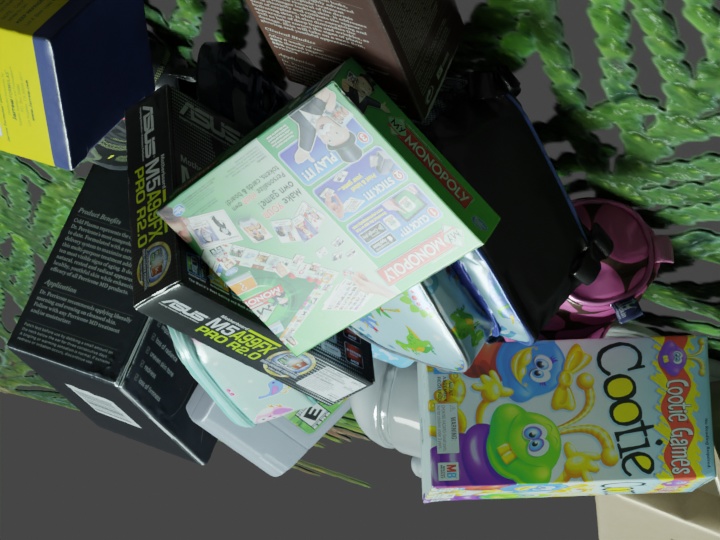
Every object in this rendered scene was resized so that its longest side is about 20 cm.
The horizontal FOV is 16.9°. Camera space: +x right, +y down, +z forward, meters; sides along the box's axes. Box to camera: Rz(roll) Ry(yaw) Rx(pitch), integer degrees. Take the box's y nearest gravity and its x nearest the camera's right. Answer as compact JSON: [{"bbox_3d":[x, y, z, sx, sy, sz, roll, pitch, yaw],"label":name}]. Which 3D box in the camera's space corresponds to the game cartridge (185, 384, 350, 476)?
[{"bbox_3d":[-0.047,0.075,2.052,0.133,0.200,0.041,39,-172,-39],"label":"game cartridge"}]

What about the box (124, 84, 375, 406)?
[{"bbox_3d":[-0.075,-0.015,1.657,0.044,0.161,0.200,-27,142,31],"label":"box"}]

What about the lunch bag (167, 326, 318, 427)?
[{"bbox_3d":[-0.099,0.001,1.766,0.077,0.201,0.160,-22,145,12],"label":"lunch bag"}]

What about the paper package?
[{"bbox_3d":[0.303,0.198,2.095,0.190,0.104,0.200,21,163,13],"label":"paper package"}]

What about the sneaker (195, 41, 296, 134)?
[{"bbox_3d":[-0.053,-0.106,1.728,0.082,0.071,0.200,-1,158,20],"label":"sneaker"}]

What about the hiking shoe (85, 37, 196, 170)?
[{"bbox_3d":[-0.159,-0.114,1.809,0.100,0.076,0.200,26,164,7],"label":"hiking shoe"}]

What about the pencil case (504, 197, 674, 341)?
[{"bbox_3d":[0.158,0.012,1.748,0.093,0.091,0.200,-11,169,-9],"label":"pencil case"}]

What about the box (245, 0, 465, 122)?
[{"bbox_3d":[-0.011,-0.171,1.421,0.100,0.075,0.200,19,165,19],"label":"box"}]

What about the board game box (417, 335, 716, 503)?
[{"bbox_3d":[0.144,0.106,1.729,0.199,0.106,0.103,-2,170,-3],"label":"board game box"}]

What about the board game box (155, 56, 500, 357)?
[{"bbox_3d":[-0.024,-0.034,1.502,0.135,0.029,0.200,46,138,-12],"label":"board game box"}]

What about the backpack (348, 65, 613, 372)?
[{"bbox_3d":[0.035,-0.037,1.613,0.200,0.147,0.183,16,144,57],"label":"backpack"}]

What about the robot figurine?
[{"bbox_3d":[0.075,0.096,1.901,0.199,0.113,0.171,14,119,24],"label":"robot figurine"}]

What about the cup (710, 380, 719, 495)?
[{"bbox_3d":[0.340,0.157,1.787,0.142,0.201,0.200,-19,155,4],"label":"cup"}]

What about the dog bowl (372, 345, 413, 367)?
[{"bbox_3d":[0.000,0.000,1.798,0.049,0.112,0.200,7,-167,-21],"label":"dog bowl"}]

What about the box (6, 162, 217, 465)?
[{"bbox_3d":[-0.175,0.031,2.075,0.123,0.197,0.200,18,163,25],"label":"box"}]

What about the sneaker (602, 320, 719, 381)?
[{"bbox_3d":[0.245,0.108,1.893,0.199,0.089,0.075,21,164,-30],"label":"sneaker"}]

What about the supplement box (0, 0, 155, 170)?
[{"bbox_3d":[-0.256,-0.162,1.670,0.199,0.109,0.110,17,133,25],"label":"supplement box"}]
